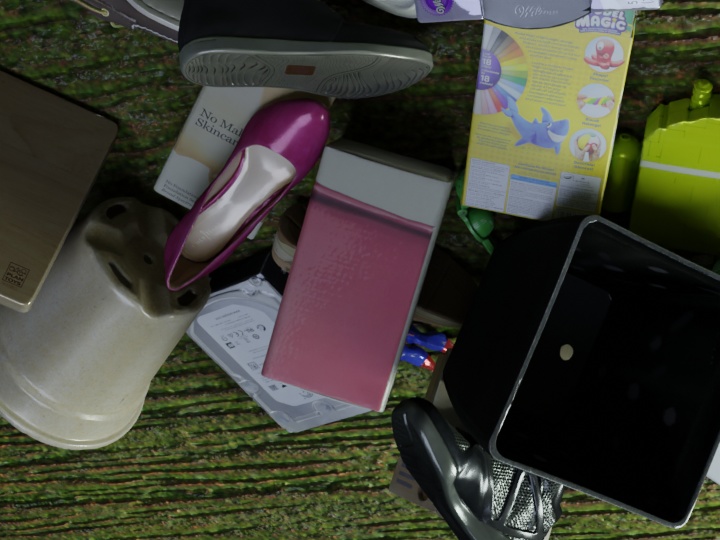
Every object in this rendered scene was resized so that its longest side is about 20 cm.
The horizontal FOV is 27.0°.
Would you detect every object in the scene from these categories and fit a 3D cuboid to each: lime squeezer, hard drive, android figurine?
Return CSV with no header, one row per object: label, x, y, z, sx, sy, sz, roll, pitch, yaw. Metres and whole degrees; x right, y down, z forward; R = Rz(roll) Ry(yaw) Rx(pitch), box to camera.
lime squeezer,0.116,-0.059,1.306,0.070,0.038,0.200,-13,135,-14
hard drive,-0.080,0.076,1.485,0.139,0.038,0.200,-19,126,38
android figurine,0.286,-0.071,1.225,0.181,0.041,0.200,9,135,11

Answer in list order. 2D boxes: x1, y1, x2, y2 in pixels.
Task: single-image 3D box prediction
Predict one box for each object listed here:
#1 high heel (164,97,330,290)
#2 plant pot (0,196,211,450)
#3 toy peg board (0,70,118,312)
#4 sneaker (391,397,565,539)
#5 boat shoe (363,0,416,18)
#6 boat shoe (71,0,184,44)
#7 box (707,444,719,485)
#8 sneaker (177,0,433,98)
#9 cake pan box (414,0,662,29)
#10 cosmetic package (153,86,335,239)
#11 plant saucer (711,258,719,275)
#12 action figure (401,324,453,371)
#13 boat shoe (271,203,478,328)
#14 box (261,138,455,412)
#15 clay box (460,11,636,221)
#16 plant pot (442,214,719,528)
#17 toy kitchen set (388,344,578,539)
high heel,-0.095,-0.060,1.217,0.067,0.096,0.200,38,132,-21
plant pot,-0.240,0.035,1.402,0.200,0.201,0.183,36,126,-17
toy peg board,-0.349,-0.071,1.336,0.199,0.200,0.098,24,151,-5
sneaker,0.107,0.162,1.280,0.200,0.114,0.076,54,165,-24
boat shoe,-0.025,-0.247,1.134,0.200,0.070,0.071,36,133,-17
boat shoe,-0.197,-0.232,1.208,0.199,0.072,0.060,28,141,-4
box,0.358,0.081,1.289,0.097,0.125,0.200,35,133,-16
sneaker,-0.041,-0.198,1.156,0.199,0.107,0.075,3,158,-18
cake pan box,0.117,-0.271,1.055,0.183,0.052,0.201,2,121,19
cosmetic package,-0.091,-0.129,1.270,0.105,0.071,0.200,26,135,-7
plant saucer,0.366,-0.046,1.195,0.070,0.019,0.200,22,129,-27
action figure,0.022,0.055,1.432,0.200,0.052,0.065,36,138,-15
boat shoe,0.015,0.004,1.373,0.199,0.071,0.065,26,144,2
box,0.000,0.000,1.262,0.109,0.128,0.201,16,99,3
clay box,0.148,-0.136,1.184,0.114,0.048,0.201,12,123,9
plant pot,0.180,0.070,1.244,0.199,0.200,0.177,23,178,-25
toy kitchen set,0.094,0.131,1.408,0.163,0.201,0.180,21,175,-26
